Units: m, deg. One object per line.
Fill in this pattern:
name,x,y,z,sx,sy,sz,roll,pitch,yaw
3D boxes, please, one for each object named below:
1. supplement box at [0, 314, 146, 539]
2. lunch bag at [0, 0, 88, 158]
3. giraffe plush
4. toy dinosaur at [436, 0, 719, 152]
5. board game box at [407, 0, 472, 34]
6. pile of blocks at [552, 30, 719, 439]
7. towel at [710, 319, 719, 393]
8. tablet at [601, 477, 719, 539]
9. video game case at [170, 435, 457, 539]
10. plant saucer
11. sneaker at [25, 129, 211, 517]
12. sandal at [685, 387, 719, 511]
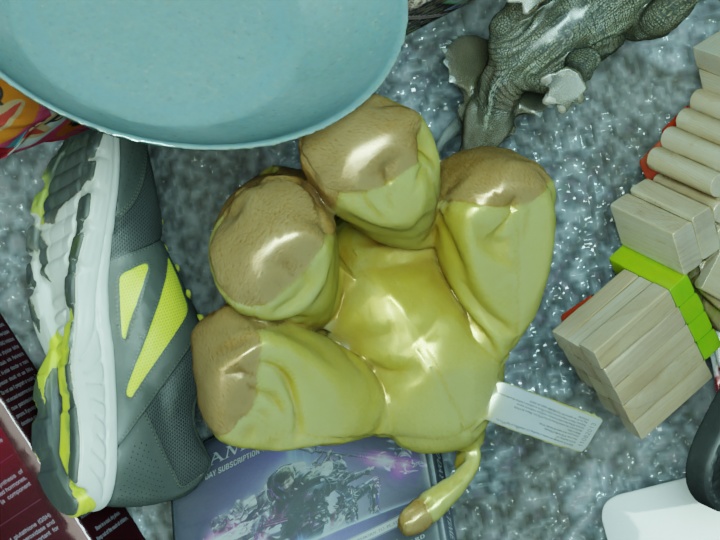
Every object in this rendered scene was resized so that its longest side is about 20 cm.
supplement box,-0.205,0.093,1.122,0.109,0.061,0.201,-32,90,16
lunch bag,-0.165,-0.146,1.002,0.082,0.200,0.176,-37,88,24
giraffe plush,0.000,0.000,0.997,0.173,0.162,0.200,-48,123,3
toy dinosaur,0.108,-0.118,0.995,0.200,0.102,0.077,-35,99,3
board game box,0.047,-0.210,0.991,0.199,0.097,0.160,-26,91,17
pile of blocks,0.153,-0.025,1.016,0.062,0.082,0.201,31,91,53
towel,0.247,0.106,1.025,0.143,0.023,0.201,-12,95,15
tablet,0.220,0.143,1.019,0.199,0.014,0.131,-16,93,15
video game case,-0.022,0.136,1.028,0.142,0.201,0.019,-27,131,17
plant saucer,-0.081,-0.114,0.912,0.200,0.201,0.039,32,140,8
sneaker,-0.113,0.020,1.089,0.074,0.084,0.201,-10,76,58
sandal,0.191,0.011,0.984,0.045,0.075,0.201,28,84,42
